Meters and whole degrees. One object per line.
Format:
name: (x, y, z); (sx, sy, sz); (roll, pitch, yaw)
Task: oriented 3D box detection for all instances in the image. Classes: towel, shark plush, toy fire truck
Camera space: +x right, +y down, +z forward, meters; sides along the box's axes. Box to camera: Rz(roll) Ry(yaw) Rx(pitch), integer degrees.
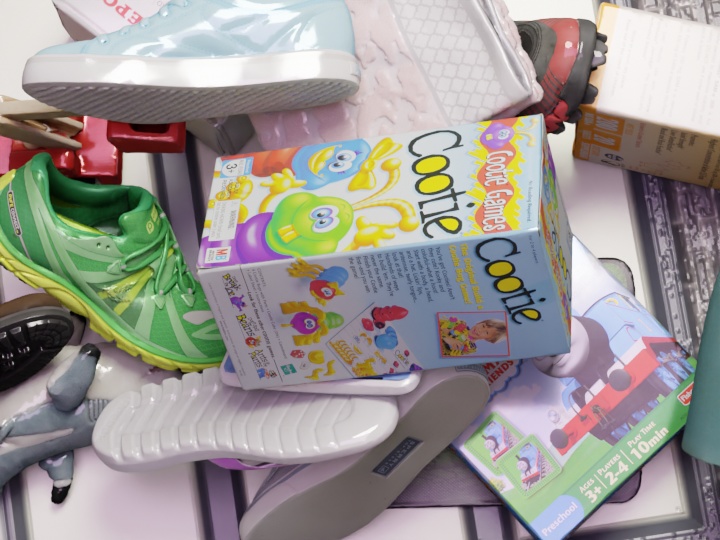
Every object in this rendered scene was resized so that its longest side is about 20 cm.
towel: (-0.004, -0.149, 1.507); (0.191, 0.032, 0.200); (-29, 80, 30)
shark plush: (-0.204, 0.115, 1.575); (0.200, 0.091, 0.083); (-44, 111, -12)
toy fire truck: (-0.205, -0.089, 1.575); (0.200, 0.141, 0.049); (1, 79, 3)

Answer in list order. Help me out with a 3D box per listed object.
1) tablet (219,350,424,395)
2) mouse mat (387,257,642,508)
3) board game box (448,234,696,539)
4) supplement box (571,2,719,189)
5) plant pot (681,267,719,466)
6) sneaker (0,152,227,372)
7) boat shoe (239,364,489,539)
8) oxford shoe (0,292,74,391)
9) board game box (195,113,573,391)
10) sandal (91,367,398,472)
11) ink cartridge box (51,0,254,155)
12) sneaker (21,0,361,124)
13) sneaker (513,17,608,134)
tablet: (0.000, 0.000, 1.547); (0.130, 0.014, 0.200); (2, 45, 22)
mouse mat: (0.079, 0.072, 1.597); (0.200, 0.008, 0.161); (-2, 78, 4)
board game box: (0.106, 0.056, 1.576); (0.151, 0.037, 0.200); (-43, 79, -5)
supplement box: (0.238, -0.097, 1.561); (0.200, 0.126, 0.074); (12, 79, 6)
plant pot: (0.297, 0.035, 1.473); (0.201, 0.201, 0.161); (4, 96, 4)
sneaker: (-0.142, -0.003, 1.555); (0.200, 0.074, 0.084); (30, 119, -19)
boat shoe: (-0.003, 0.103, 1.549); (0.201, 0.070, 0.072); (-42, 46, 23)
oxford shoe: (-0.269, 0.041, 1.562); (0.200, 0.073, 0.084); (-17, 63, 24)
board game box: (0.018, -0.010, 1.464); (0.200, 0.105, 0.103); (-7, 43, 13)
sandal: (-0.066, 0.095, 1.523); (0.203, 0.050, 0.082); (-3, 47, 23)
ink cartridge box: (-0.082, -0.197, 1.620); (0.146, 0.085, 0.200); (38, 85, 9)
sneaker: (-0.102, -0.137, 1.479); (0.200, 0.074, 0.082); (-2, 73, -6)
sneaker: (0.072, -0.121, 1.532); (0.098, 0.200, 0.071); (21, 75, -25)
